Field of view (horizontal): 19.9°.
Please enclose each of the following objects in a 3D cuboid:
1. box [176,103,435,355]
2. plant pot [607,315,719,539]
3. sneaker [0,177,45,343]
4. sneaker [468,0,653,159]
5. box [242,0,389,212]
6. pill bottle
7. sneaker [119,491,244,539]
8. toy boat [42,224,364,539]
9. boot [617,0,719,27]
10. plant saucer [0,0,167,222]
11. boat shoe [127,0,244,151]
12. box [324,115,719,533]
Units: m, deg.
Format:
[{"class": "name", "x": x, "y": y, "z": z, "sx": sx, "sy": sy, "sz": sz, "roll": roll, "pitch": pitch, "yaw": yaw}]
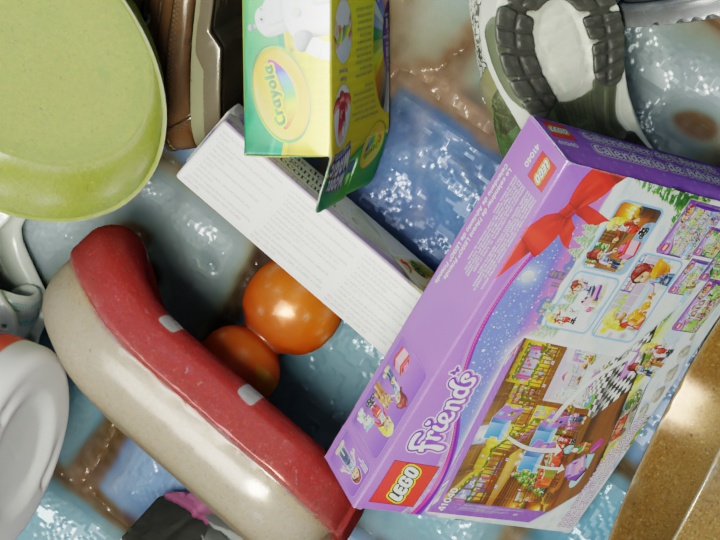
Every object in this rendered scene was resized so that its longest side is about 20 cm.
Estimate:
[{"class": "box", "x": 0.000, "y": 0.000, "z": 1.010, "sx": 0.200, "sy": 0.039, "sz": 0.041, "roll": 40, "pitch": 110, "yaw": -5}, {"class": "plant pot", "x": 0.230, "y": 0.120, "z": 0.909, "sx": 0.200, "sy": 0.186, "sz": 0.187, "roll": 27, "pitch": 109, "yaw": 0}, {"class": "sneaker", "x": -0.211, "y": 0.043, "z": 1.109, "sx": 0.080, "sy": 0.070, "sz": 0.201, "roll": 0, "pitch": 99, "yaw": 18}, {"class": "sneaker", "x": 0.093, "y": -0.065, "z": 0.981, "sx": 0.077, "sy": 0.089, "sz": 0.200, "roll": -19, "pitch": 114, "yaw": -14}, {"class": "box", "x": -0.019, "y": -0.132, "z": 0.976, "sx": 0.048, "sy": 0.117, "sz": 0.200, "roll": 1, "pitch": 100, "yaw": 15}, {"class": "pill bottle", "x": -0.258, "y": 0.064, "z": 1.034, "sx": 0.200, "sy": 0.111, "sz": 0.112, "roll": 16, "pitch": 105, "yaw": 14}, {"class": "sneaker", "x": -0.060, "y": 0.209, "z": 1.079, "sx": 0.200, "sy": 0.080, "sz": 0.086, "roll": 44, "pitch": 132, "yaw": 19}, {"class": "toy boat", "x": -0.062, "y": 0.045, "z": 1.039, "sx": 0.200, "sy": 0.131, "sz": 0.131, "roll": 40, "pitch": 81, "yaw": 9}, {"class": "boot", "x": 0.177, "y": -0.219, "z": 0.911, "sx": 0.165, "sy": 0.066, "sz": 0.200, "roll": -11, "pitch": 98, "yaw": 15}, {"class": "plant saucer", "x": -0.179, "y": -0.112, "z": 1.021, "sx": 0.200, "sy": 0.031, "sz": 0.200, "roll": 16, "pitch": 134, "yaw": 18}, {"class": "boat shoe", "x": -0.090, "y": -0.157, "z": 1.024, "sx": 0.068, "sy": 0.072, "sz": 0.200, "roll": 8, "pitch": 102, "yaw": 19}, {"class": "box", "x": 0.088, "y": 0.031, "z": 0.949, "sx": 0.200, "sy": 0.137, "sz": 0.039, "roll": -59, "pitch": 40, "yaw": 24}]
